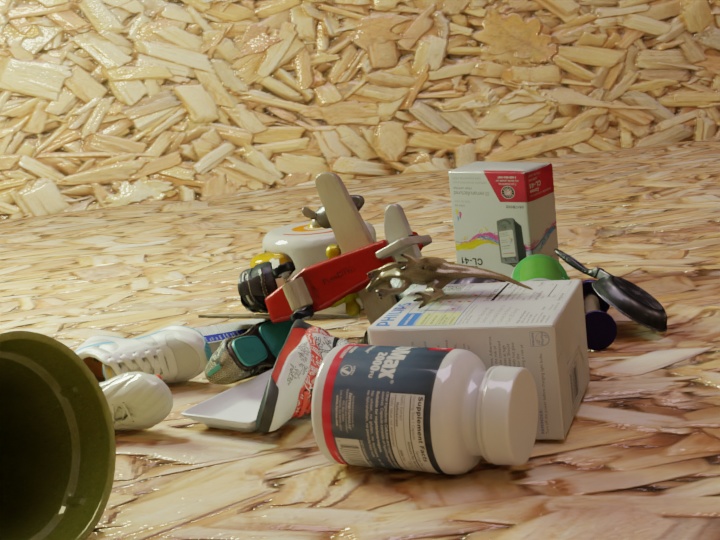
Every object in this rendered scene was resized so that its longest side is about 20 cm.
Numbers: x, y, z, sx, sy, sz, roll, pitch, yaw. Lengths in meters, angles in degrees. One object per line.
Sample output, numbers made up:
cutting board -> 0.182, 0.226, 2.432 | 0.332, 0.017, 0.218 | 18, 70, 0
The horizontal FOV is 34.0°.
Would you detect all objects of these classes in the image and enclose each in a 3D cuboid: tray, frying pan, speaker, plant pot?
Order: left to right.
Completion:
plant pot -> -0.356, 0.167, 1.059 | 0.183, 0.203, 0.200 | -11, 6, 33
tray -> -0.107, 0.150, 1.381 | 0.106, 0.022, 0.199 | 3, 14, 33
speaker -> 0.247, 0.034, 1.622 | 0.087, 0.090, 0.200 | -4, 12, 9
frying pan -> 0.346, 0.023, 1.579 | 0.114, 0.031, 0.190 | 20, 22, -28

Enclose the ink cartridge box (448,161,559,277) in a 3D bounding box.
ink cartridge box -> 0.221, -0.062, 1.807 | 0.146, 0.203, 0.085 | 4, 15, 39

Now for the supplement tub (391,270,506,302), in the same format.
supplement tub -> 0.113, 0.054, 1.489 | 0.122, 0.124, 0.199 | -14, 14, -36

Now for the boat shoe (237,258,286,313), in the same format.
boat shoe -> -0.132, 0.025, 1.592 | 0.067, 0.073, 0.200 | -21, -5, -4

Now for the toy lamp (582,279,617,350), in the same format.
toy lamp -> 0.311, 0.052, 1.572 | 0.057, 0.059, 0.200 | -4, 12, 7

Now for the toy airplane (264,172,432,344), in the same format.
toy airplane -> 0.000, 0.000, 1.458 | 0.197, 0.202, 0.141 | 21, -1, 13

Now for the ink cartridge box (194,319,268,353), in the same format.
ink cartridge box -> -0.176, 0.097, 1.642 | 0.198, 0.038, 0.095 | -6, 12, -14

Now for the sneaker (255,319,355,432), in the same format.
sneaker -> -0.046, 0.127, 1.316 | 0.107, 0.068, 0.202 | 22, 25, 0

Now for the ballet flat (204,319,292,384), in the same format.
ballet flat -> -0.136, 0.107, 1.502 | 0.075, 0.068, 0.200 | -35, -9, 25

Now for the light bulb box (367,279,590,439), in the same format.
light bulb box -> 0.135, 0.093, 1.282 | 0.198, 0.126, 0.198 | -3, 12, 20

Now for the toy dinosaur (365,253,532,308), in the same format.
toy dinosaur -> 0.081, 0.002, 1.295 | 0.198, 0.059, 0.101 | 0, 11, 30

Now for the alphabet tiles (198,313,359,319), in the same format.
alphabet tiles -> -0.109, 0.062, 1.588 | 0.198, 0.006, 0.166 | 0, -2, 23

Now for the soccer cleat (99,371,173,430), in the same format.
soccer cleat -> -0.298, 0.158, 1.342 | 0.198, 0.070, 0.077 | -7, 14, 34

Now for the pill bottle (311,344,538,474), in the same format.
pill bottle -> 0.064, 0.134, 1.136 | 0.198, 0.121, 0.119 | 1, 13, 26

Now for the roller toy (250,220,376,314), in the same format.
roller toy -> -0.063, -0.012, 1.853 | 0.197, 0.142, 0.183 | -4, 11, 8

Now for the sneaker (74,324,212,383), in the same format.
sneaker -> -0.283, 0.121, 1.504 | 0.198, 0.077, 0.081 | -8, 19, 19
